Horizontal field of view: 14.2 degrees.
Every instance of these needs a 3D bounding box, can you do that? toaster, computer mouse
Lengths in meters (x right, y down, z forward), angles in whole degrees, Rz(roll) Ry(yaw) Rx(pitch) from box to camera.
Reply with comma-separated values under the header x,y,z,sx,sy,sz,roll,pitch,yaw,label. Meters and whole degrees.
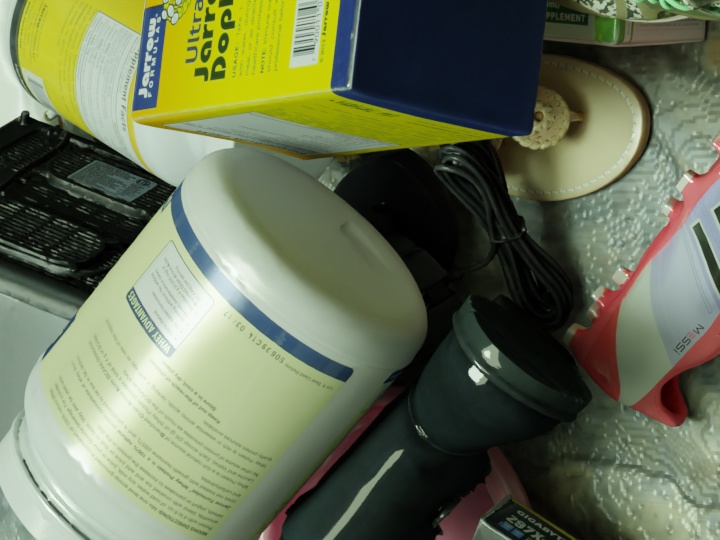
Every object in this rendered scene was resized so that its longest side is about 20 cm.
x,y,z,sx,sy,sz,roll,pitch,yaw,label
-0.161,0.011,1.622,0.199,0.181,0.119,20,121,20,toaster
0.000,0.000,1.511,0.199,0.046,0.141,-15,115,25,computer mouse

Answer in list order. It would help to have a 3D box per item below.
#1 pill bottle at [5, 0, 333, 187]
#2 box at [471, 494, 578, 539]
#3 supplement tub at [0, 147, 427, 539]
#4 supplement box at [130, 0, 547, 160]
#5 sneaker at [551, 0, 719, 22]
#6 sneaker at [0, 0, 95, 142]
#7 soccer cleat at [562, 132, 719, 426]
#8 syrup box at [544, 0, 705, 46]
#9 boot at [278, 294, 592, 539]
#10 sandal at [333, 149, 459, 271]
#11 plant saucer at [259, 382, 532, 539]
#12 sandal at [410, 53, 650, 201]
x,y,z,sx,sy,sz,roll,pitch,yaw,label
-0.102,-0.111,1.616,0.200,0.112,0.113,31,114,41,pill bottle
0.117,0.235,1.455,0.199,0.049,0.160,32,113,17,box
-0.078,0.055,1.451,0.200,0.145,0.145,-49,61,20,supplement tub
-0.012,-0.121,1.397,0.199,0.108,0.110,-3,78,55,supplement box
0.154,-0.143,1.311,0.199,0.088,0.078,4,104,33,sneaker
-0.190,-0.105,1.746,0.084,0.073,0.202,11,104,24,sneaker
0.173,-0.004,1.408,0.076,0.067,0.200,39,129,5,soccer cleat
0.124,-0.214,1.427,0.078,0.081,0.202,10,101,41,syrup box
0.032,0.095,1.412,0.076,0.200,0.168,40,95,1,boot
-0.008,0.019,1.578,0.076,0.043,0.201,35,125,6,sandal
0.027,0.160,1.569,0.200,0.051,0.202,4,96,42,plant saucer
0.047,-0.080,1.517,0.211,0.069,0.078,14,103,41,sandal
